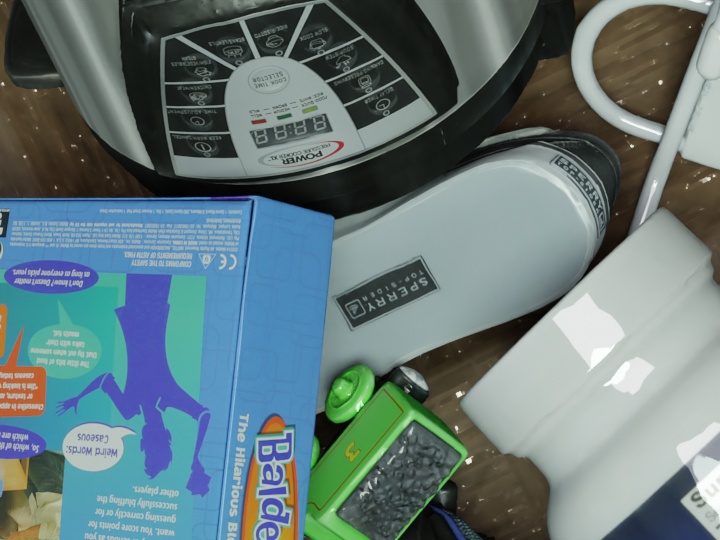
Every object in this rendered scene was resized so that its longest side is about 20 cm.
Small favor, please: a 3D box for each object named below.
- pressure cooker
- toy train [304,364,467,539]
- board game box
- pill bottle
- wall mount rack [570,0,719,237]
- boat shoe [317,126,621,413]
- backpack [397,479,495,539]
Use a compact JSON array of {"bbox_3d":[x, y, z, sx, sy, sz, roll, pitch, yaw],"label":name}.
[{"bbox_3d":[-0.026,-0.114,0.791,0.176,0.200,0.179,32,67,34],"label":"pressure cooker"},{"bbox_3d":[-0.039,0.117,0.813,0.042,0.056,0.200,36,95,-30],"label":"toy train"},{"bbox_3d":[-0.088,0.077,0.777,0.152,0.045,0.200,2,83,37],"label":"board game box"},{"bbox_3d":[0.133,0.082,0.781,0.116,0.116,0.200,-44,84,2],"label":"pill bottle"},{"bbox_3d":[0.158,-0.014,0.850,0.200,0.075,0.174,18,128,3],"label":"wall mount rack"},{"bbox_3d":[-0.001,-0.003,0.853,0.199,0.068,0.074,-26,101,26],"label":"boat shoe"},{"bbox_3d":[0.037,0.191,0.789,0.147,0.200,0.183,36,90,-18],"label":"backpack"}]
